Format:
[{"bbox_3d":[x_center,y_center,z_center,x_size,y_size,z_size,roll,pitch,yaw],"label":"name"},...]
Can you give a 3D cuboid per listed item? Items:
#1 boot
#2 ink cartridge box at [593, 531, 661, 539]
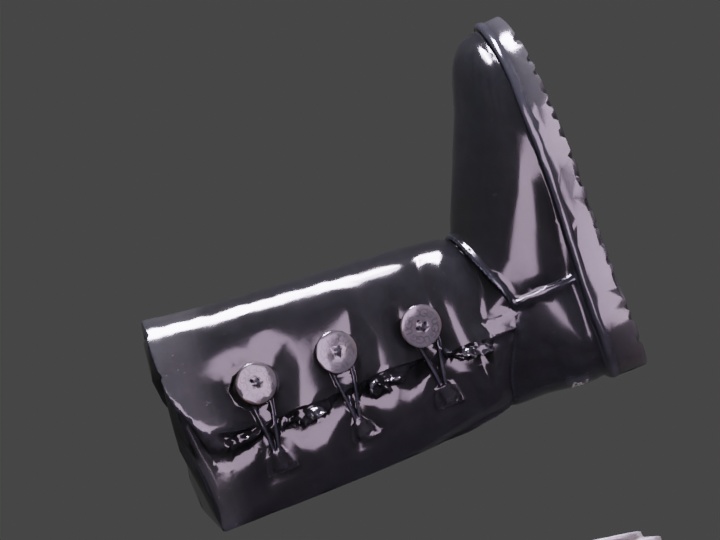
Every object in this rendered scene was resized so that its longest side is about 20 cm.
[{"bbox_3d":[0.000,0.001,1.136,0.199,0.066,0.166,-21,81,-1],"label":"boot"},{"bbox_3d":[0.072,0.219,1.092,0.145,0.084,0.201,-12,83,-4],"label":"ink cartridge box"}]
